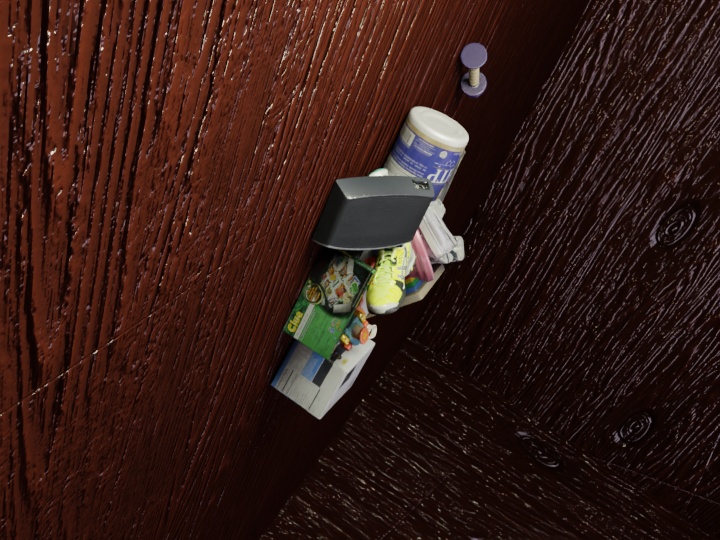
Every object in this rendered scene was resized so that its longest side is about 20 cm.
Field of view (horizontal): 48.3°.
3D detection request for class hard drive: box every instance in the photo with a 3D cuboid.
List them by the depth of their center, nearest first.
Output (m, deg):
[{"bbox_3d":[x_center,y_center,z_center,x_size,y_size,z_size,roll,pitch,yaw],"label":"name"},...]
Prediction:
[{"bbox_3d":[0.027,-0.092,1.325,0.199,0.042,0.136,-5,134,-37],"label":"hard drive"}]

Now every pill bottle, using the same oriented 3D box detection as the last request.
[{"bbox_3d":[0.103,-0.184,1.473,0.201,0.119,0.120,-63,169,30],"label":"pill bottle"}]

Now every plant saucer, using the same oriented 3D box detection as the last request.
[{"bbox_3d":[0.097,-0.065,1.689,0.050,0.202,0.201,-22,169,0],"label":"plant saucer"}]

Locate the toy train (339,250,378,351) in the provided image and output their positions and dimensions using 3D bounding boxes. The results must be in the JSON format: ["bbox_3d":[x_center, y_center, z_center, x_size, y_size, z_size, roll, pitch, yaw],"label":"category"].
[{"bbox_3d":[0.015,0.063,1.543,0.150,0.055,0.202,-19,121,-43],"label":"toy train"}]

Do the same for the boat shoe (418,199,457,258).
[{"bbox_3d":[0.146,-0.115,1.682,0.068,0.201,0.072,-31,-156,0],"label":"boat shoe"}]

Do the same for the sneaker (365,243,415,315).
[{"bbox_3d":[0.046,0.001,1.443,0.201,0.075,0.077,-72,152,-49],"label":"sneaker"}]

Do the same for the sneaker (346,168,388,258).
[{"bbox_3d":[0.021,-0.079,1.442,0.077,0.091,0.201,-22,145,-47],"label":"sneaker"}]

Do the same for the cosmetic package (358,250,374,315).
[{"bbox_3d":[-0.009,0.024,1.600,0.201,0.071,0.102,-56,144,-13],"label":"cosmetic package"}]

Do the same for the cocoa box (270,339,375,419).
[{"bbox_3d":[-0.078,0.199,1.723,0.134,0.131,0.200,-61,170,20],"label":"cocoa box"}]

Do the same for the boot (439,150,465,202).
[{"bbox_3d":[0.177,-0.194,1.811,0.201,0.072,0.182,-58,-177,1],"label":"boot"}]

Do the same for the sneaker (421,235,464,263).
[{"bbox_3d":[0.149,-0.052,1.856,0.199,0.129,0.080,-9,93,-63],"label":"sneaker"}]

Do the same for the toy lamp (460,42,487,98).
[{"bbox_3d":[0.230,-0.399,1.635,0.058,0.058,0.200,-58,168,-1],"label":"toy lamp"}]

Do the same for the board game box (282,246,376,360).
[{"bbox_3d":[-0.058,0.055,1.450,0.201,0.104,0.023,-62,172,25],"label":"board game box"}]

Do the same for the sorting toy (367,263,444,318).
[{"bbox_3d":[0.082,0.031,1.966,0.198,0.070,0.200,-21,-168,28],"label":"sorting toy"}]
